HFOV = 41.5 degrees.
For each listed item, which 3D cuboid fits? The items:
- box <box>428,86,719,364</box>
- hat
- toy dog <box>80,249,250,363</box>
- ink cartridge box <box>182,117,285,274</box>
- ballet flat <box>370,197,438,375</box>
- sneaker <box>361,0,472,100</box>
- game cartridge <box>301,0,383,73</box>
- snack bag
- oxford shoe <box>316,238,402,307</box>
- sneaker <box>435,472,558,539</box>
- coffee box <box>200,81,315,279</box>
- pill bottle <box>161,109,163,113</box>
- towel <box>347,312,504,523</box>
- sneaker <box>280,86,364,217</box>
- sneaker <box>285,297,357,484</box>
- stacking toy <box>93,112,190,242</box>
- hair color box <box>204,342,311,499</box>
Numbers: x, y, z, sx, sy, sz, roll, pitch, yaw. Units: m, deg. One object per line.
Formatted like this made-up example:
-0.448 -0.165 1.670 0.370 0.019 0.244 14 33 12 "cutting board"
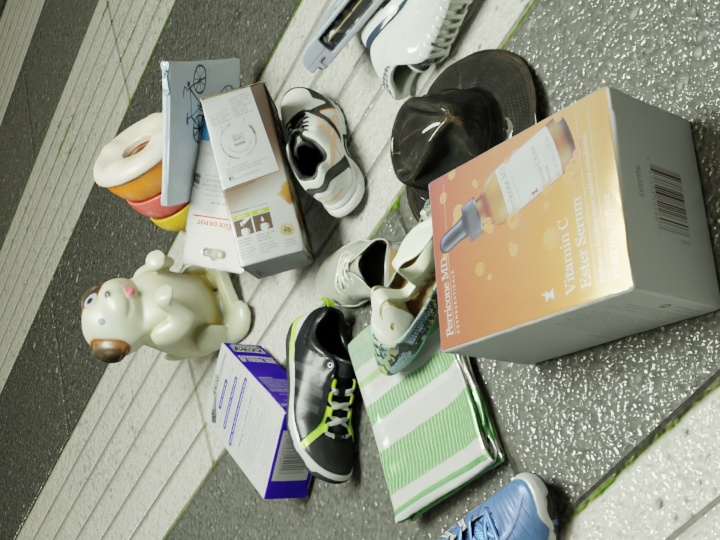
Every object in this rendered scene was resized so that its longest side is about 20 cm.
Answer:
0.159 -0.024 0.750 0.199 0.105 0.155 -26 61 48 "box"
0.080 -0.130 0.919 0.199 0.080 0.205 -21 64 52 "hat"
-0.279 0.054 1.289 0.194 0.197 0.142 -45 56 46 "toy dog"
-0.159 -0.099 1.246 0.114 0.066 0.204 9 90 32 "ink cartridge box"
0.046 0.011 0.894 0.202 0.073 0.074 -63 38 20 "ballet flat"
0.077 -0.261 0.976 0.200 0.075 0.082 -45 56 50 "sneaker"
0.013 -0.317 1.051 0.200 0.040 0.134 -42 14 38 "game cartridge"
-0.214 -0.184 1.268 0.021 0.200 0.192 9 106 19 "snack bag"
0.000 0.000 1.028 0.199 0.057 0.077 -5 81 58 "oxford shoe"
0.096 0.251 0.806 0.202 0.076 0.076 -60 37 25 "sneaker"
-0.119 -0.103 1.123 0.114 0.078 0.204 65 -169 -82 "coffee box"
-0.255 -0.186 1.409 0.106 0.105 0.203 49 122 49 "pill bottle"
0.055 0.124 0.926 0.152 0.023 0.203 -43 51 36 "towel"
-0.056 -0.156 1.118 0.073 0.080 0.202 -40 49 17 "sneaker"
-0.037 0.126 1.034 0.082 0.071 0.203 -35 58 42 "sneaker"
-0.264 -0.104 1.330 0.144 0.201 0.147 -22 33 15 "stacking toy"
-0.119 0.177 1.152 0.199 0.064 0.111 34 113 53 "hair color box"
